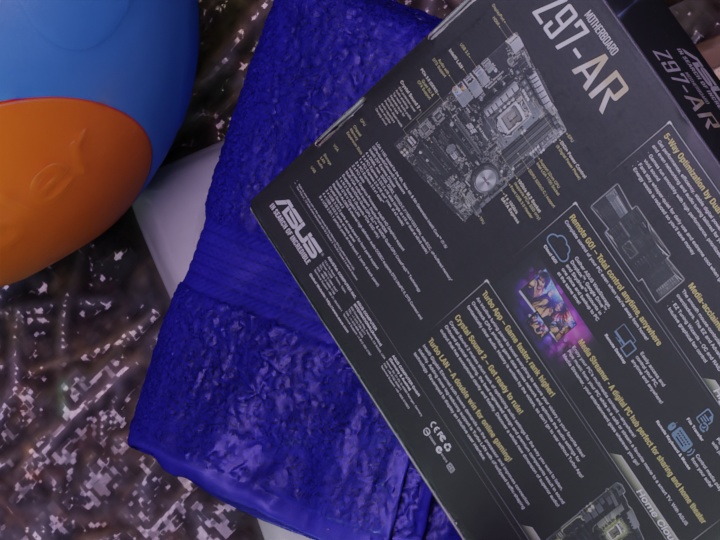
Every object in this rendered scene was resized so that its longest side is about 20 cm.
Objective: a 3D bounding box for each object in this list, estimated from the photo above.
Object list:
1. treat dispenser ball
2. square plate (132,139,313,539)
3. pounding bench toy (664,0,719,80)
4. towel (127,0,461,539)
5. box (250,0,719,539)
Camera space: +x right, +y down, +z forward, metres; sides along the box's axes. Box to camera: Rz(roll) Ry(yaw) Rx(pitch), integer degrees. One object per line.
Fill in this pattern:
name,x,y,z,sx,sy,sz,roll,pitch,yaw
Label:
treat dispenser ball,-0.161,-0.091,1.132,0.200,0.201,0.202,-2,81,14
square plate,0.028,0.013,1.157,0.199,0.028,0.199,-25,76,10
pounding bench toy,0.187,-0.040,1.073,0.155,0.124,0.201,-23,77,10
towel,0.000,0.000,1.117,0.147,0.050,0.201,20,93,22
box,0.073,0.009,1.020,0.160,0.043,0.200,-42,73,28
